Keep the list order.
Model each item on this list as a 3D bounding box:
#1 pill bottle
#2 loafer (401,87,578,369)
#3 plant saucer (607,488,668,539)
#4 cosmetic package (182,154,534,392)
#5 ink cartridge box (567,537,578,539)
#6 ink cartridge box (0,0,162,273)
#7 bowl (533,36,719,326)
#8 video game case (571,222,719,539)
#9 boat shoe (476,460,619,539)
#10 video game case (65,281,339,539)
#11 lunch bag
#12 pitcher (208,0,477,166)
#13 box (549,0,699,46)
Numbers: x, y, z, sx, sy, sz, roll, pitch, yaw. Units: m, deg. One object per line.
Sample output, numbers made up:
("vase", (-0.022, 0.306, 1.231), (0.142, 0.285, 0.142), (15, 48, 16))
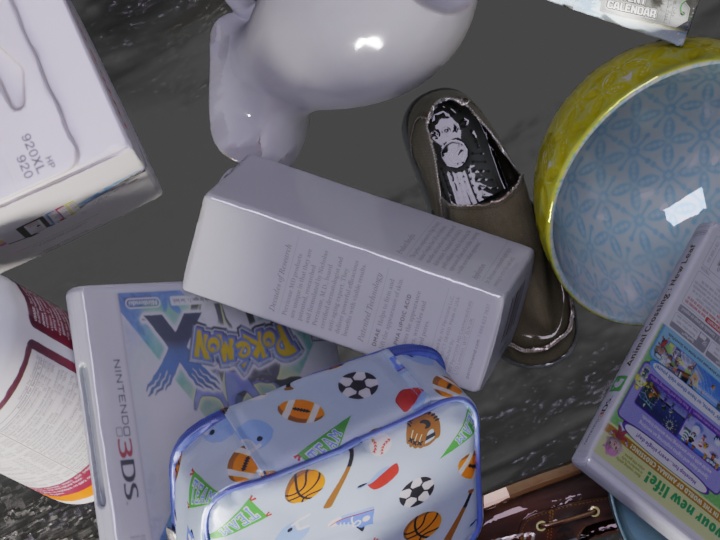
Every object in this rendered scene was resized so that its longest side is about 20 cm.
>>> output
("pill bottle", (-0.225, 0.064, 1.606), (0.109, 0.200, 0.110), (-19, 56, 31))
("loafer", (0.081, -0.029, 1.686), (0.075, 0.070, 0.200), (-27, 83, -2))
("plant saucer", (0.234, 0.123, 1.649), (0.200, 0.027, 0.200), (3, 84, -27))
("cosmetic package", (0.000, 0.000, 1.630), (0.200, 0.102, 0.074), (18, 111, 10))
("ink cartridge box", (0.042, 0.241, 1.583), (0.200, 0.145, 0.084), (-20, 88, 18))
("ink cartridge box", (-0.226, -0.096, 1.634), (0.145, 0.200, 0.147), (-25, 83, -2))
("bowl", (0.189, -0.074, 1.660), (0.200, 0.200, 0.108), (-30, 40, -3))
("video game case", (0.246, 0.100, 1.631), (0.200, 0.022, 0.182), (38, 69, -21))
("boat shoe", (0.126, 0.159, 1.660), (0.200, 0.070, 0.070), (-22, 82, -2))
("video game case", (-0.088, 0.096, 1.634), (0.200, 0.022, 0.183), (-2, 81, -42))
("lunch bag", (-0.024, 0.139, 1.558), (0.200, 0.160, 0.076), (-19, 45, -18))
("pitcher", (-0.022, -0.178, 1.654), (0.121, 0.200, 0.172), (-2, 70, -40))
("box", (0.158, -0.219, 1.655), (0.137, 0.200, 0.040), (19, 121, 3))
